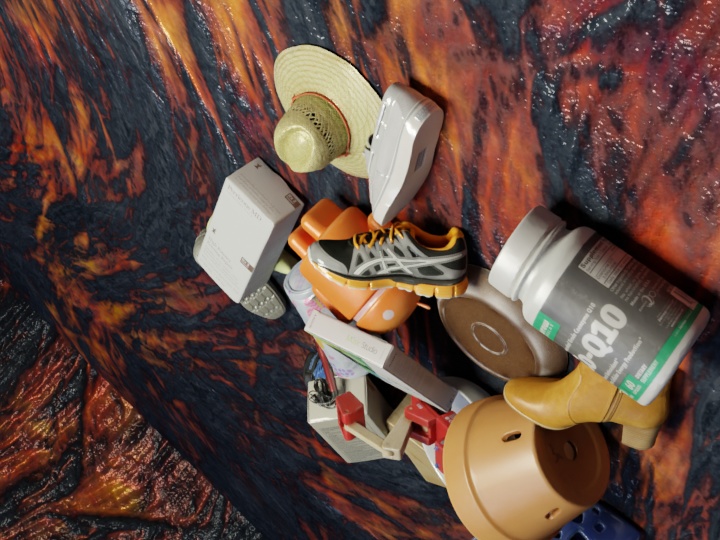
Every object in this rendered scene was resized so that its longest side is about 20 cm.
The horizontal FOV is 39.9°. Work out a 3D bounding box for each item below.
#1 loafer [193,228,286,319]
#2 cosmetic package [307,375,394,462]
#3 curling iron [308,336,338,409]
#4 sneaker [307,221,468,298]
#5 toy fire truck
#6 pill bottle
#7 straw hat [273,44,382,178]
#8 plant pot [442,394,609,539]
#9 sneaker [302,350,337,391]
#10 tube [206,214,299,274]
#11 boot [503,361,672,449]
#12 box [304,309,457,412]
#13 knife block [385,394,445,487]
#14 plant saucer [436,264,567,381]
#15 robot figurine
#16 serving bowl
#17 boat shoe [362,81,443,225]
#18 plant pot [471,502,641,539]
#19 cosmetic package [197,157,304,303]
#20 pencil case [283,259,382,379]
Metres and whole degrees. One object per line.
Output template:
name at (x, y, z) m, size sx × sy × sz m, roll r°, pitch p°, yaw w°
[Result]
loafer at (-0.197, 0.004, 1.659) m, size 0.069 × 0.070 × 0.200 m, roll -31°, pitch 121°, yaw 22°
cosmetic package at (-0.008, 0.243, 1.619) m, size 0.103 × 0.072 × 0.201 m, roll -10°, pitch 149°, yaw 13°
curling iron at (-0.071, 0.117, 1.547) m, size 0.026 × 0.049 × 0.204 m, roll 32°, pitch -135°, yaw -69°
sneaker at (0.035, -0.022, 1.178) m, size 0.195 × 0.079 × 0.079 m, roll 5°, pitch 116°, yaw -5°
toy fire truck at (0.065, 0.224, 1.378) m, size 0.200 × 0.139 × 0.050 m, roll 40°, pitch 143°, yaw 50°
pill bottle at (0.232, 0.030, 0.983) m, size 0.199 × 0.113 × 0.114 m, roll 36°, pitch 154°, yaw 16°
straw hat at (-0.057, -0.160, 1.158) m, size 0.199 × 0.085 × 0.203 m, roll 34°, pitch 153°, yaw 19°
plant pot at (0.223, 0.246, 1.264) m, size 0.201 × 0.201 × 0.139 m, roll 47°, pitch 139°, yaw -9°
sneaker at (-0.056, 0.162, 1.664) m, size 0.109 × 0.078 × 0.201 m, roll 19°, pitch 153°, yaw 24°
tube at (-0.154, -0.033, 1.548) m, size 0.198 × 0.058 × 0.053 m, roll 30°, pitch 141°, yaw 29°
boot at (0.259, 0.124, 1.141) m, size 0.198 × 0.071 × 0.146 m, roll 16°, pitch 139°, yaw 24°
box at (0.030, 0.123, 1.335) m, size 0.143 × 0.037 × 0.200 m, roll 22°, pitch 169°, yaw 38°
knife block at (0.151, 0.296, 1.576) m, size 0.174 × 0.064 × 0.201 m, roll 1°, pitch 131°, yaw 55°
plant saucer at (0.169, 0.077, 1.251) m, size 0.199 × 0.032 × 0.202 m, roll 36°, pitch 154°, yaw 20°
robot figurine at (0.001, -0.001, 1.283) m, size 0.200 × 0.144 × 0.117 m, roll 43°, pitch -178°, yaw 1°
serving bowl at (0.164, 0.242, 1.438) m, size 0.199 × 0.065 × 0.204 m, roll 38°, pitch 139°, yaw 43°
boat shoe at (0.035, -0.127, 1.094) m, size 0.068 × 0.072 × 0.201 m, roll 43°, pitch 157°, yaw 16°
plant pot at (0.262, 0.416, 1.445) m, size 0.179 × 0.200 × 0.201 m, roll 42°, pitch 156°, yaw 15°
cosmetic package at (-0.163, -0.055, 1.435) m, size 0.102 × 0.074 × 0.201 m, roll 43°, pitch 141°, yaw 12°
pencil case at (-0.037, 0.069, 1.480) m, size 0.083 × 0.090 × 0.202 m, roll 26°, pitch 151°, yaw 51°
